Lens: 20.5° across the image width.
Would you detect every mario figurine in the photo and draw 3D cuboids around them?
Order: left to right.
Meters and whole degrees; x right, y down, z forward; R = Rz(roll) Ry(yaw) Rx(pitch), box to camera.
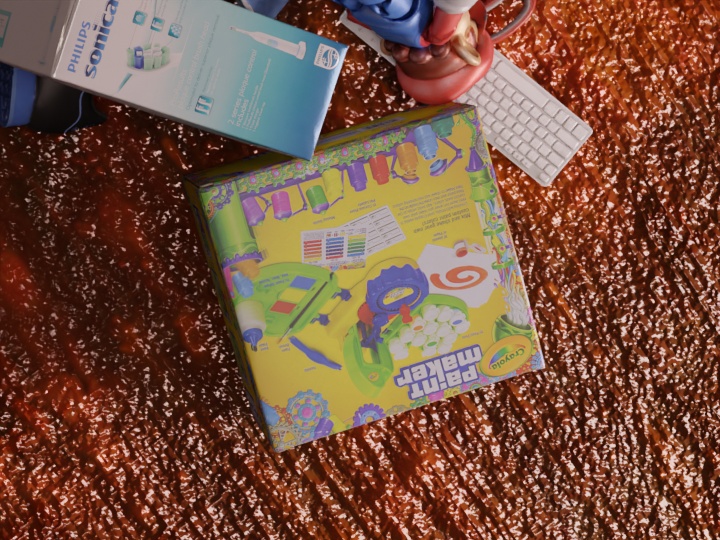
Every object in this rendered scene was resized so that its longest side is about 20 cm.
[{"bbox_3d":[0.033,-0.195,1.364,0.106,0.200,0.123,-40,58,12],"label":"mario figurine"}]

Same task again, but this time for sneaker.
[{"bbox_3d":[-0.207,-0.195,1.381,0.078,0.070,0.200,1,105,-27],"label":"sneaker"}]

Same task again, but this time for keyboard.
[{"bbox_3d":[0.078,-0.143,1.459,0.200,0.011,0.056,38,104,-11],"label":"keyboard"}]

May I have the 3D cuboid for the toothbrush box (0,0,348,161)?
[{"bbox_3d":[-0.134,-0.147,1.309,0.200,0.146,0.085,17,93,-36],"label":"toothbrush box"}]

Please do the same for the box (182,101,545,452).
[{"bbox_3d":[0.000,0.000,1.403,0.200,0.122,0.193,-16,99,-8],"label":"box"}]

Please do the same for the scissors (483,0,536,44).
[{"bbox_3d":[0.144,-0.237,1.471,0.200,0.014,0.073,-32,97,-7],"label":"scissors"}]

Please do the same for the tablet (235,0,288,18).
[{"bbox_3d":[-0.020,-0.260,1.382,0.014,0.130,0.200,38,87,9],"label":"tablet"}]
